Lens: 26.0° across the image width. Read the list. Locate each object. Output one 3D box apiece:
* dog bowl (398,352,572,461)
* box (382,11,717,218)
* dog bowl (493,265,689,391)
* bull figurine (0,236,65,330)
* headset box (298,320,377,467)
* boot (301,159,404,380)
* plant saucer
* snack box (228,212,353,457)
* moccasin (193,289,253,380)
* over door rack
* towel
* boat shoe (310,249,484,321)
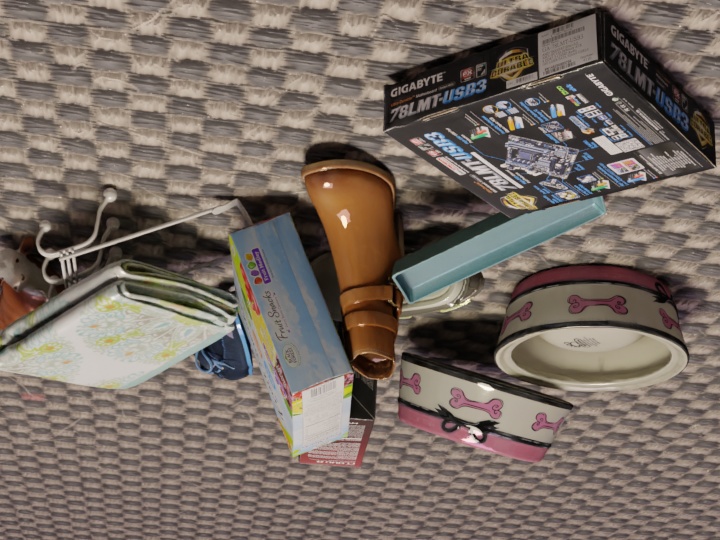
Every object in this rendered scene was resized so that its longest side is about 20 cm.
[{"bbox_3d":[0.131,0.154,1.729,0.198,0.075,0.200,17,179,0],"label":"dog bowl"},{"bbox_3d":[0.152,-0.115,1.236,0.197,0.050,0.199,-13,153,35],"label":"box"},{"bbox_3d":[0.237,0.059,1.605,0.198,0.075,0.200,3,158,1],"label":"dog bowl"},{"bbox_3d":[-0.333,0.038,1.623,0.121,0.065,0.200,44,159,-3],"label":"bull figurine"},{"bbox_3d":[-0.024,0.119,1.685,0.074,0.150,0.200,5,156,-3],"label":"headset box"},{"bbox_3d":[0.000,0.000,1.390,0.073,0.156,0.200,-6,156,21],"label":"boot"},{"bbox_3d":[0.123,-0.030,1.390,0.198,0.019,0.070,-24,153,5],"label":"plant saucer"},{"bbox_3d":[-0.066,0.066,1.487,0.067,0.170,0.200,-19,159,-9],"label":"snack box"},{"bbox_3d":[-0.154,0.085,1.707,0.067,0.081,0.200,-7,157,-5],"label":"moccasin"},{"bbox_3d":[-0.207,-0.024,1.498,0.198,0.067,0.148,-8,159,-10],"label":"over door rack"},{"bbox_3d":[-0.239,0.057,1.520,0.199,0.049,0.170,-29,150,30],"label":"towel"},{"bbox_3d":[0.028,0.015,1.530,0.200,0.073,0.060,-4,172,39],"label":"boat shoe"}]
